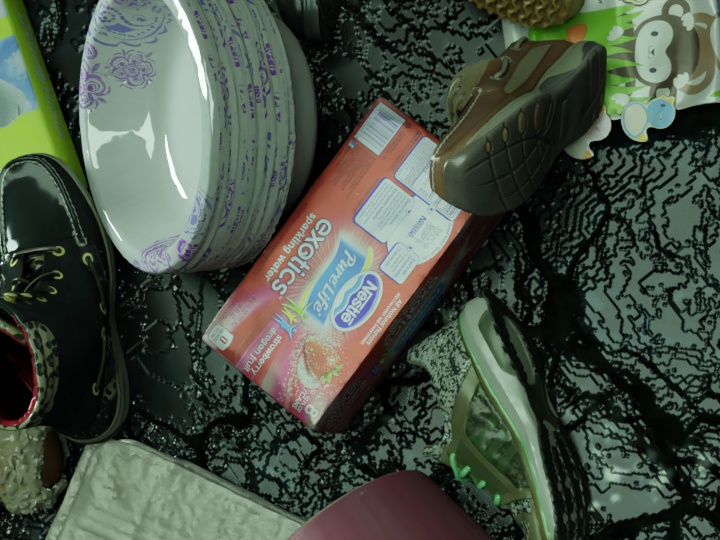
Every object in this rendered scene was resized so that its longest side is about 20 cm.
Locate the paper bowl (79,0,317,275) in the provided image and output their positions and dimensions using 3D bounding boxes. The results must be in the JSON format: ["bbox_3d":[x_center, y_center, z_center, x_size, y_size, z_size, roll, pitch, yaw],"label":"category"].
[{"bbox_3d":[-0.102,-0.100,1.277,0.104,0.200,0.202,-4,78,-32],"label":"paper bowl"}]

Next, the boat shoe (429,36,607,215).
[{"bbox_3d":[0.088,-0.094,1.214,0.071,0.200,0.076,19,121,23],"label":"boat shoe"}]

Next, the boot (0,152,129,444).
[{"bbox_3d":[-0.215,0.013,1.261,0.073,0.154,0.205,-16,82,12],"label":"boot"}]

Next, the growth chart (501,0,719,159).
[{"bbox_3d":[0.187,-0.161,1.288,0.199,0.018,0.146,-19,78,13],"label":"growth chart"}]

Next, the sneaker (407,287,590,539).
[{"bbox_3d":[0.087,0.118,1.257,0.088,0.077,0.201,-25,72,23],"label":"sneaker"}]

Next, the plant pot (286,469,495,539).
[{"bbox_3d":[0.036,0.232,1.187,0.200,0.200,0.180,-37,67,6],"label":"plant pot"}]

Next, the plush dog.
[{"bbox_3d":[-0.318,0.156,1.295,0.159,0.200,0.173,13,84,33],"label":"plush dog"}]

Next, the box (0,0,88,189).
[{"bbox_3d":[-0.285,-0.128,1.387,0.121,0.048,0.201,-23,79,10],"label":"box"}]

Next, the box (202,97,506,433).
[{"bbox_3d":[0.000,0.000,1.272,0.099,0.095,0.201,37,92,14],"label":"box"}]

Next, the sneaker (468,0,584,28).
[{"bbox_3d":[0.075,-0.242,1.293,0.199,0.075,0.090,32,58,10],"label":"sneaker"}]

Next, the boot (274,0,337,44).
[{"bbox_3d":[-0.119,-0.227,1.347,0.198,0.066,0.166,-5,73,10],"label":"boot"}]

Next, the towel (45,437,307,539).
[{"bbox_3d":[-0.120,0.203,1.308,0.199,0.034,0.133,24,90,15],"label":"towel"}]
